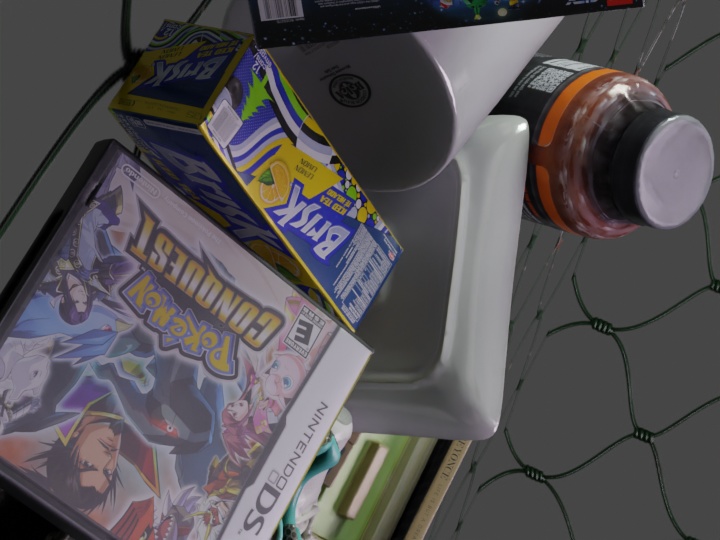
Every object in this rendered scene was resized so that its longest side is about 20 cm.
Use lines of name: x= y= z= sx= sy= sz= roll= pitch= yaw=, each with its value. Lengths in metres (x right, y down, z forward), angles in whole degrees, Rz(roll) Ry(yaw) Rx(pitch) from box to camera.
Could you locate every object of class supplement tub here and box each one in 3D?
supplement tub: x=0.124 y=-0.080 z=1.330 sx=0.107 sy=0.200 sz=0.107 roll=-14 pitch=112 yaw=-37

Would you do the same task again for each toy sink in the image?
toy sink: x=-0.028 y=0.129 z=1.467 sx=0.200 sy=0.112 sz=0.131 roll=32 pitch=81 yaw=-34

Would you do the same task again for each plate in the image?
plate: x=0.000 y=0.000 z=1.298 sx=0.032 sy=0.199 sz=0.200 roll=25 pitch=69 yaw=-58

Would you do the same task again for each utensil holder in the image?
utensil holder: x=0.034 y=-0.167 z=1.263 sx=0.200 sy=0.170 sz=0.170 roll=-54 pitch=164 yaw=-36

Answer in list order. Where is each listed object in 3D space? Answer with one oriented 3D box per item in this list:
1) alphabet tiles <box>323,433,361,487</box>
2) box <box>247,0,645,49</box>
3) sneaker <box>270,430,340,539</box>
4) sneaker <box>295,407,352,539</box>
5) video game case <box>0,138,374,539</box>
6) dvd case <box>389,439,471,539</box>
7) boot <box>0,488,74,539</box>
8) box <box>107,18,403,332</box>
alphabet tiles: x=-0.050 y=0.041 z=1.375 sx=0.006 sy=0.166 sz=0.200 roll=-13 pitch=-137 yaw=60
box: x=0.044 y=-0.177 z=1.114 sx=0.137 sy=0.200 sz=0.038 roll=-88 pitch=171 yaw=-53
sneaker: x=-0.078 y=0.153 z=1.185 sx=0.200 sy=0.091 sz=0.078 roll=-65 pitch=161 yaw=-12
sneaker: x=-0.057 y=0.165 z=1.280 sx=0.200 sy=0.080 sz=0.070 roll=-53 pitch=162 yaw=20
video game case: x=-0.106 y=0.062 z=1.118 sx=0.025 sy=0.200 sz=0.181 roll=-3 pitch=-128 yaw=56
dvd case: x=0.028 y=0.181 z=1.484 sx=0.200 sy=0.016 sz=0.149 roll=-63 pitch=-175 yaw=-13
boot: x=-0.152 y=0.128 z=1.212 sx=0.182 sy=0.073 sz=0.200 roll=-45 pitch=163 yaw=-12
box: x=-0.055 y=-0.049 z=1.171 sx=0.064 sy=0.070 sz=0.200 roll=-60 pitch=142 yaw=-22
